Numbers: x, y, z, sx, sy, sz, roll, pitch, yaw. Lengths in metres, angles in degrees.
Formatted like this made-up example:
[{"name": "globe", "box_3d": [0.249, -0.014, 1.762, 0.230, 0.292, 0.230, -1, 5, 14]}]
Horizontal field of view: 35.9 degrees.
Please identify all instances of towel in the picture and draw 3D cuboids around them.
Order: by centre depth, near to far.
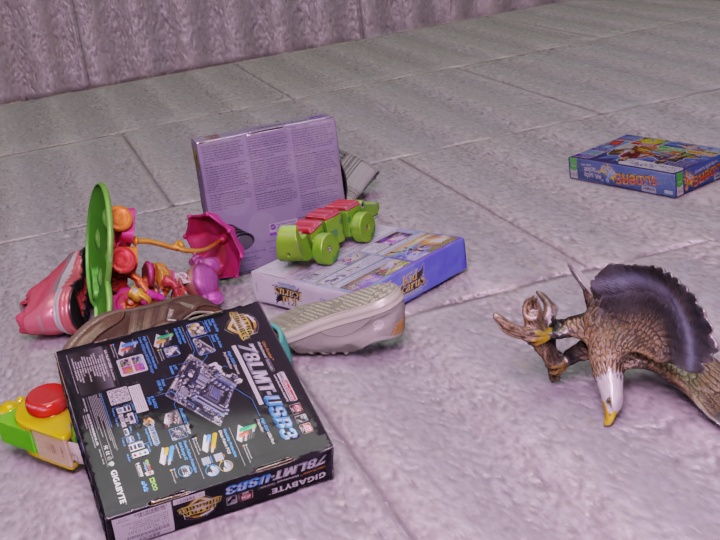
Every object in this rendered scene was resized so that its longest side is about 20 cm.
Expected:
[{"name": "towel", "box_3d": [-0.087, -0.150, 1.669, 0.192, 0.035, 0.200, 27, 37, 7]}]

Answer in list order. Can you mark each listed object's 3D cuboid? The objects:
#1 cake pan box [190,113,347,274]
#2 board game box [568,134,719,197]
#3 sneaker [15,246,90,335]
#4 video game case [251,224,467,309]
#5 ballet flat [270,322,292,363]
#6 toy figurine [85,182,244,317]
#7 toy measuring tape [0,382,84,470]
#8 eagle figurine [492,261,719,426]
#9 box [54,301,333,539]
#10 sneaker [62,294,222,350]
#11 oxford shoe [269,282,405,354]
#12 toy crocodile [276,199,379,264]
[{"name": "cake pan box", "box_3d": [-0.112, -0.102, 1.473, 0.198, 0.186, 0.052, -14, 21, -13]}, {"name": "board game box", "box_3d": [0.425, -0.157, 1.634, 0.135, 0.035, 0.199, -21, 24, -31]}, {"name": "sneaker", "box_3d": [-0.383, 0.026, 1.395, 0.086, 0.074, 0.200, -12, 19, 0]}, {"name": "video game case", "box_3d": [0.000, 0.000, 1.359, 0.180, 0.046, 0.199, 10, 27, 43]}, {"name": "ballet flat", "box_3d": [-0.143, 0.104, 1.096, 0.067, 0.071, 0.200, 11, 28, 35]}, {"name": "toy figurine", "box_3d": [-0.230, -0.005, 1.354, 0.183, 0.201, 0.150, 2, -28, -23]}, {"name": "toy measuring tape", "box_3d": [-0.255, 0.149, 1.031, 0.199, 0.074, 0.073, 12, 27, 28]}, {"name": "eagle figurine", "box_3d": [0.244, 0.066, 0.988, 0.199, 0.152, 0.151, -7, 7, 36]}, {"name": "box", "box_3d": [-0.149, 0.126, 0.977, 0.197, 0.050, 0.200, -14, 44, -20]}, {"name": "sneaker", "box_3d": [-0.230, 0.075, 1.209, 0.075, 0.071, 0.199, 14, 30, 43]}, {"name": "oxford shoe", "box_3d": [-0.037, 0.065, 1.192, 0.199, 0.058, 0.075, -15, 22, 26]}, {"name": "toy crocodile", "box_3d": [-0.040, -0.053, 1.363, 0.067, 0.062, 0.200, 5, 24, 34]}]
